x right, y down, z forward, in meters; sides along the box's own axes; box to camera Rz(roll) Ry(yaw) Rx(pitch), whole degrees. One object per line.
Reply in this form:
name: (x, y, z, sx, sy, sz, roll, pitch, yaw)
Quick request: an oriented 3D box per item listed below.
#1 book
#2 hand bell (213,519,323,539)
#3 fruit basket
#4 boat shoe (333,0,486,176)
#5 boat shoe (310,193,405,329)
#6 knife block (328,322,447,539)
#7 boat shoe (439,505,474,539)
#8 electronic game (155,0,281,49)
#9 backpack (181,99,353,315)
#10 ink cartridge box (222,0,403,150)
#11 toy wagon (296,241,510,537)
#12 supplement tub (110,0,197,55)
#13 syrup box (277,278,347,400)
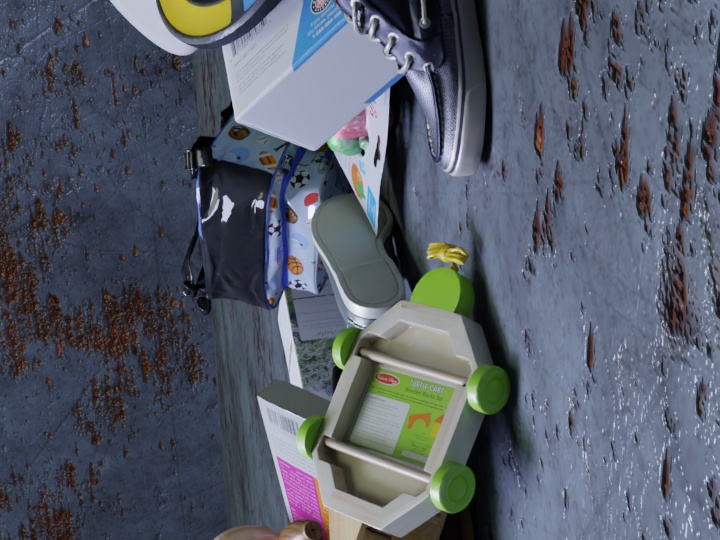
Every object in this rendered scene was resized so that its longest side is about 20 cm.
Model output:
book: (-0.017, 0.199, 1.323, 0.133, 0.048, 0.200, 21, 136, 36)
hand bell: (-0.068, 0.243, 1.290, 0.200, 0.104, 0.104, 128, 136, -62)
fruit basket: (-0.022, -0.157, 1.286, 0.186, 0.093, 0.200, 95, 161, -49)
boat shoe: (0.027, -0.158, 0.998, 0.075, 0.092, 0.201, -147, 51, -77)
boat shoe: (0.000, 0.000, 1.311, 0.200, 0.073, 0.062, -107, 10, -57)
knife block: (0.012, 0.142, 1.171, 0.175, 0.064, 0.201, -3, 67, 68)
boat shoe: (0.055, 0.238, 1.173, 0.070, 0.070, 0.201, 130, 134, -79)
electronic game: (-0.092, -0.262, 1.142, 0.200, 0.042, 0.201, -22, 60, 44)
backpack: (-0.083, -0.080, 1.460, 0.200, 0.154, 0.191, 99, -179, -45)
ink cartridge box: (-0.036, -0.217, 1.159, 0.145, 0.084, 0.200, -38, 50, 34)
toy wagon: (0.038, 0.079, 1.058, 0.155, 0.040, 0.200, 13, 78, 49)
supplement tub: (-0.124, -0.293, 1.305, 0.132, 0.200, 0.132, 41, 166, 13)
syrup box: (-0.027, 0.109, 1.518, 0.082, 0.078, 0.200, 101, 160, -59)
